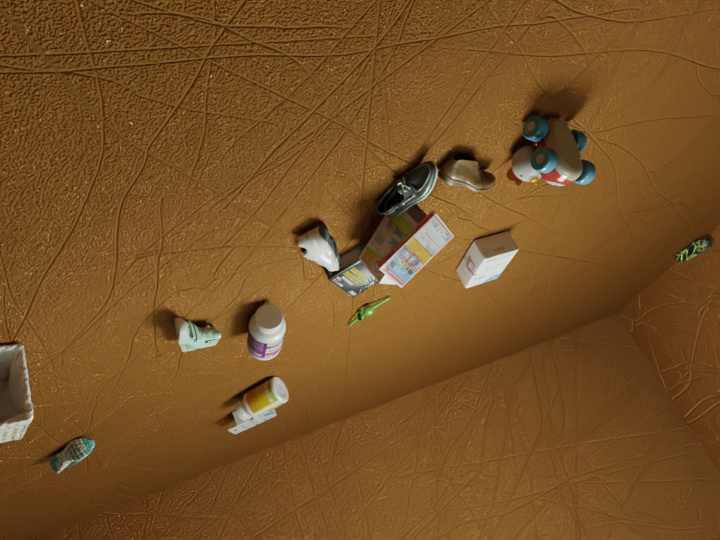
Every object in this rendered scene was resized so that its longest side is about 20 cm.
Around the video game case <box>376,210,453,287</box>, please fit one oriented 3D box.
[{"bbox_3d":[0.145,-0.052,1.511,0.200,0.017,0.143,-45,145,5],"label":"video game case"}]

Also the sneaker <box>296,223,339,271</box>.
[{"bbox_3d":[-0.108,-0.055,1.532,0.086,0.075,0.200,-15,149,7],"label":"sneaker"}]

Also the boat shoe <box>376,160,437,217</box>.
[{"bbox_3d":[0.112,-0.197,1.434,0.061,0.073,0.200,-6,154,-42],"label":"boat shoe"}]

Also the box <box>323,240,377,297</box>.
[{"bbox_3d":[0.000,0.000,1.741,0.158,0.049,0.200,-29,155,10],"label":"box"}]

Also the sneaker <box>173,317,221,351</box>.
[{"bbox_3d":[-0.453,0.169,1.623,0.117,0.074,0.201,-11,162,-14],"label":"sneaker"}]

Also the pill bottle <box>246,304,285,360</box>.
[{"bbox_3d":[-0.286,0.186,1.766,0.111,0.113,0.200,-14,153,-21],"label":"pill bottle"}]

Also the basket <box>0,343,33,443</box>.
[{"bbox_3d":[-0.883,0.301,1.344,0.197,0.201,0.161,-4,150,-36],"label":"basket"}]

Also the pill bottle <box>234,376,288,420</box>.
[{"bbox_3d":[-0.396,0.515,2.309,0.199,0.112,0.111,-30,155,12],"label":"pill bottle"}]

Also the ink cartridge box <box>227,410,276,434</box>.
[{"bbox_3d":[-0.475,0.628,2.508,0.199,0.067,0.116,-23,155,-5],"label":"ink cartridge box"}]

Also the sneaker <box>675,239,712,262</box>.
[{"bbox_3d":[1.822,-0.116,3.170,0.076,0.076,0.200,-13,164,-39],"label":"sneaker"}]

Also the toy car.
[{"bbox_3d":[0.463,-0.275,1.511,0.183,0.179,0.200,7,155,-32],"label":"toy car"}]

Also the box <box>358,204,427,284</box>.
[{"bbox_3d":[0.103,-0.071,1.566,0.101,0.113,0.201,4,128,-46],"label":"box"}]

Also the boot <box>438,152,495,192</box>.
[{"bbox_3d":[0.292,-0.254,1.498,0.199,0.074,0.076,1,135,-40],"label":"boot"}]

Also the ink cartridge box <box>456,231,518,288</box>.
[{"bbox_3d":[0.440,-0.037,2.030,0.143,0.085,0.200,-16,155,-20],"label":"ink cartridge box"}]

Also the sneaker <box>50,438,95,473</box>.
[{"bbox_3d":[-1.011,0.647,2.073,0.199,0.078,0.091,-29,171,17],"label":"sneaker"}]

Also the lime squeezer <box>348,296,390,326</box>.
[{"bbox_3d":[0.015,0.148,2.076,0.199,0.038,0.071,-37,-176,22],"label":"lime squeezer"}]
